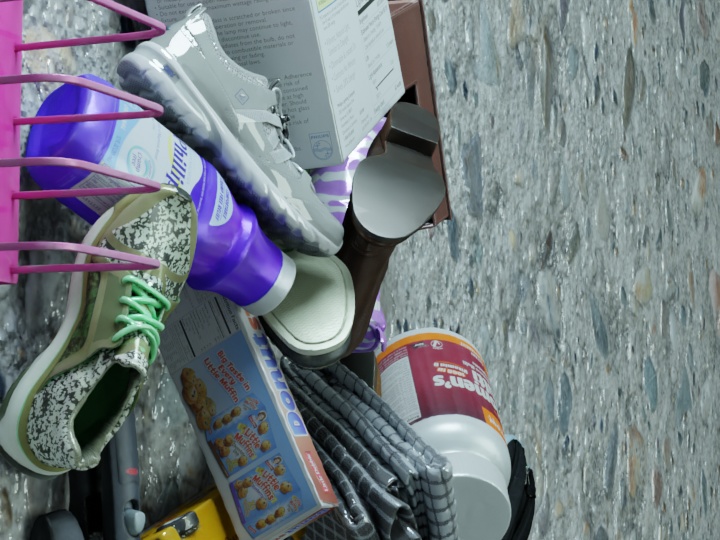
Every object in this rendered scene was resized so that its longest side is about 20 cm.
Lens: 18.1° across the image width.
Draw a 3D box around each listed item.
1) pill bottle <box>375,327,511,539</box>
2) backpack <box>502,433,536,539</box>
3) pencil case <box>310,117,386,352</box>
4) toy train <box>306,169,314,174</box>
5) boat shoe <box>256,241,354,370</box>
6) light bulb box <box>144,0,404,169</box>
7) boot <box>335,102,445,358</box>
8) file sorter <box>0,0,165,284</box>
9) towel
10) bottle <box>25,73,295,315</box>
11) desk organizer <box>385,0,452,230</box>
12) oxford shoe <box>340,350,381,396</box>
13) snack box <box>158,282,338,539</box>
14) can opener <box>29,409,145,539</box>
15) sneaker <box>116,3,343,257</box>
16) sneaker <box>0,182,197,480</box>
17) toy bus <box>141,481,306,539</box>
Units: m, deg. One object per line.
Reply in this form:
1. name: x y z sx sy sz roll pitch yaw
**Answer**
1. pill bottle: 0.066 0.145 1.888 0.200 0.109 0.110 -102 176 -56
2. backpack: 0.083 0.225 1.995 0.200 0.154 0.163 -46 132 -32
3. pencil case: -0.007 -0.032 1.835 0.084 0.085 0.200 85 13 -68
4. toy train: -0.057 -0.094 1.753 0.200 0.056 0.042 -53 137 -57
5. boat shoe: -0.046 0.022 1.596 0.200 0.072 0.068 -124 -155 -59
6. light bulb box: -0.062 -0.190 1.621 0.198 0.124 0.200 -54 135 -67
7. boot: 0.000 0.000 1.649 0.186 0.064 0.200 -67 180 -59
8. file sorter: -0.190 -0.099 1.317 0.139 0.125 0.201 14 76 -67
9. towel: -0.010 0.173 1.666 0.085 0.200 0.166 -26 131 -22
10. bottle: -0.125 -0.042 1.465 0.200 0.065 0.084 39 38 -31
11. desk organizer: 0.020 -0.128 1.935 0.077 0.072 0.201 -40 125 -61
12. oxford shoe: -0.010 0.153 1.839 0.071 0.071 0.200 67 28 -53
13. snack box: -0.085 0.085 1.531 0.024 0.072 0.200 5 57 -59
14. can opener: -0.166 0.133 1.444 0.079 0.063 0.201 26 65 -66
15. sneaker: -0.069 -0.090 1.510 0.082 0.075 0.200 -49 116 -19
16. sneaker: -0.142 0.043 1.382 0.077 0.089 0.200 30 81 -35
17. toy bus: -0.105 0.189 1.563 0.065 0.078 0.200 63 24 -1
